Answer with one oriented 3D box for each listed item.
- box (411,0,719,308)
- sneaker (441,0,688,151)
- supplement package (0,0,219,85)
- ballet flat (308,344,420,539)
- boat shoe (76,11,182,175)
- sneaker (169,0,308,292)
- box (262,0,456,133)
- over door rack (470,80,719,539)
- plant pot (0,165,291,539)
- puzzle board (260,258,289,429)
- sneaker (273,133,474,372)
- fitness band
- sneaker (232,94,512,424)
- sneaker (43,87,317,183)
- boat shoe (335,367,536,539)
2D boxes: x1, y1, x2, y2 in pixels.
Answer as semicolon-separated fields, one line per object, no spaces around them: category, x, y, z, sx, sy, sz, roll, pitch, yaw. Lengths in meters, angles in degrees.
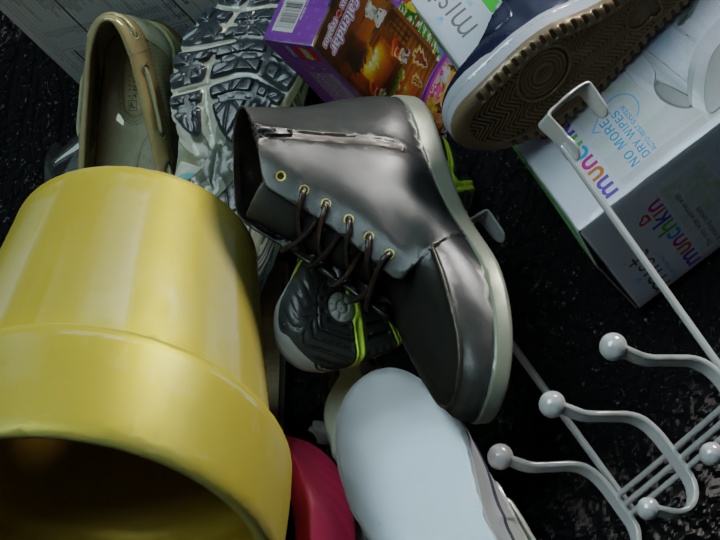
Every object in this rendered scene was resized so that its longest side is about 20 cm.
box;0.154;-0.114;1.386;0.176;0.097;0.200;-36;52;6
sneaker;0.099;-0.154;1.332;0.200;0.070;0.108;-41;56;-6
supplement package;-0.102;-0.215;1.563;0.199;0.151;0.153;-11;58;26
ballet flat;0.004;0.121;1.359;0.073;0.073;0.201;-15;57;24
boat shoe;-0.134;-0.045;1.481;0.073;0.063;0.202;3;90;21
sneaker;-0.069;-0.067;1.473;0.077;0.086;0.201;10;73;19
box;0.030;-0.180;1.472;0.039;0.137;0.201;11;70;36
over door rack;0.103;0.034;1.266;0.066;0.148;0.201;-16;72;-29
plant pot;-0.128;0.060;1.295;0.200;0.201;0.190;-13;49;24
puzzle board;-0.130;0.083;1.497;0.199;0.017;0.152;-14;58;25
sneaker;0.000;0.000;1.401;0.076;0.075;0.200;-34;11;37
fitness band;-0.058;0.184;1.337;0.143;0.037;0.202;-1;78;53
sneaker;0.001;-0.003;1.298;0.075;0.106;0.201;113;146;-44
sneaker;-0.116;-0.092;1.556;0.199;0.066;0.091;-34;53;13
boat shoe;0.055;0.140;1.295;0.072;0.066;0.200;-37;67;3
